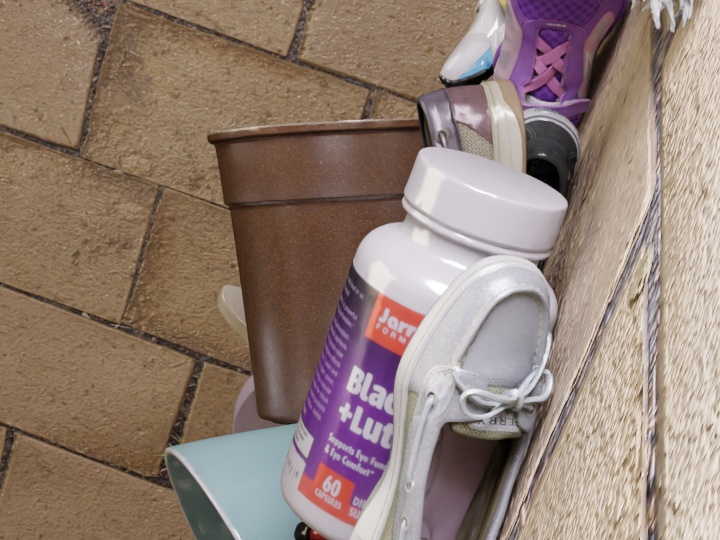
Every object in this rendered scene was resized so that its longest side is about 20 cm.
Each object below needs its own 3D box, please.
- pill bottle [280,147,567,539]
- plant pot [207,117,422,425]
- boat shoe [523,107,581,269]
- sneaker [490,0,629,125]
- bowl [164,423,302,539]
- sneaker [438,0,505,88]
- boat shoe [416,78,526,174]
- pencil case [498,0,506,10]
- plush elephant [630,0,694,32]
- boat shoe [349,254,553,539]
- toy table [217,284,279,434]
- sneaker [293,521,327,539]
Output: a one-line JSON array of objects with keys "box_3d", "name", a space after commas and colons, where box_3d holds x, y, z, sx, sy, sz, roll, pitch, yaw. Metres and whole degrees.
[{"box_3d": [0.037, 0.043, 0.940, 0.111, 0.111, 0.201, -73, 1, -75], "name": "pill bottle"}, {"box_3d": [0.000, 0.000, 1.230, 0.200, 0.199, 0.199, -96, 3, -89], "name": "plant pot"}, {"box_3d": [0.077, -0.006, 1.096, 0.057, 0.068, 0.201, -73, 4, -60], "name": "boat shoe"}, {"box_3d": [0.119, -0.133, 1.117, 0.200, 0.080, 0.089, 95, -173, -72], "name": "sneaker"}, {"box_3d": [-0.034, 0.178, 1.153, 0.105, 0.201, 0.201, -29, -13, -15], "name": "bowl"}, {"box_3d": [0.107, -0.218, 1.267, 0.200, 0.087, 0.075, -53, 3, -6], "name": "sneaker"}, {"box_3d": [0.057, -0.009, 1.019, 0.072, 0.064, 0.201, -105, 15, -72], "name": "boat shoe"}, {"box_3d": [0.137, -0.219, 1.126, 0.200, 0.090, 0.084, 108, -179, -75], "name": "pencil case"}, {"box_3d": [0.107, -0.226, 0.798, 0.165, 0.154, 0.201, -73, 3, -77], "name": "plush elephant"}, {"box_3d": [0.050, 0.092, 0.858, 0.065, 0.074, 0.203, 36, 108, 51], "name": "boat shoe"}, {"box_3d": [-0.041, 0.085, 1.556, 0.200, 0.183, 0.118, -44, 32, 45], "name": "toy table"}, {"box_3d": [0.025, 0.121, 1.074, 0.074, 0.087, 0.201, -4, 59, 53], "name": "sneaker"}]
